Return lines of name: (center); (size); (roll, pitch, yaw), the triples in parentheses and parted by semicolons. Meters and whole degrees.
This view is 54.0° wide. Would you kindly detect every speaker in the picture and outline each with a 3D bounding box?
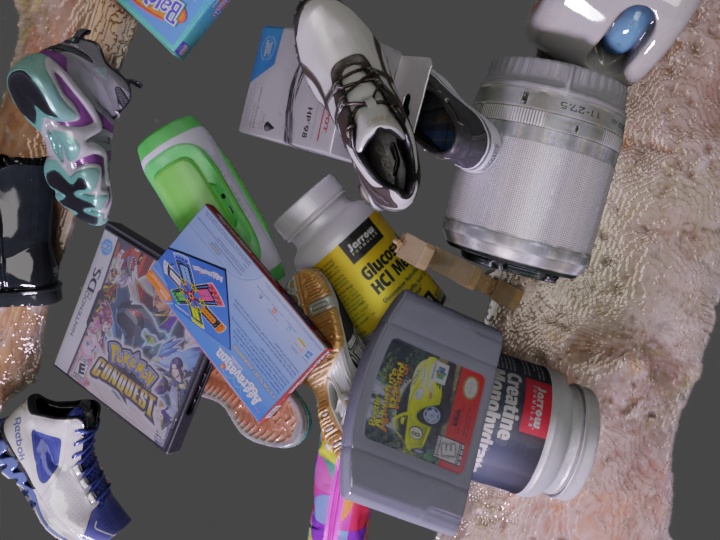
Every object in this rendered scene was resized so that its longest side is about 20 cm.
speaker: (-0.163, -0.063, 0.780); (0.087, 0.088, 0.202); (-29, 96, 4)

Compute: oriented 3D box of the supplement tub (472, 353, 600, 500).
supplement tub: (0.144, 0.161, 0.774); (0.196, 0.140, 0.143); (17, 97, -1)

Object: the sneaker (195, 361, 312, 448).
sneaker: (-0.112, 0.130, 0.761); (0.198, 0.079, 0.073); (22, 92, 39)

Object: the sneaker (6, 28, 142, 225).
sneaker: (-0.282, -0.159, 0.768); (0.076, 0.141, 0.203); (18, 138, 18)

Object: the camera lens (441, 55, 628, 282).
camera lens: (0.179, -0.099, 0.734); (0.157, 0.160, 0.204); (14, 96, -1)

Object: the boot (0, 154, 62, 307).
boot: (-0.434, -0.045, 0.786); (0.195, 0.076, 0.172); (-2, 100, -6)

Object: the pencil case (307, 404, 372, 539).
pencil case: (-0.020, 0.253, 0.815); (0.086, 0.088, 0.205); (7, 97, 0)

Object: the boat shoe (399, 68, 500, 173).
boat shoe: (0.060, -0.161, 0.716); (0.065, 0.201, 0.071); (8, 122, -38)

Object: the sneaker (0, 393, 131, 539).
sneaker: (-0.332, 0.218, 0.815); (0.115, 0.081, 0.199); (-44, 93, 7)

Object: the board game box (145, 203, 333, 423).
board game box: (-0.125, 0.040, 0.706); (0.103, 0.019, 0.200); (-45, 72, 9)

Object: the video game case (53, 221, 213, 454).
video game case: (-0.242, 0.069, 0.781); (0.198, 0.025, 0.184); (27, 97, 26)

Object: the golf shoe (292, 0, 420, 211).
golf shoe: (0.006, -0.148, 0.611); (0.077, 0.094, 0.203); (-28, 101, -4)

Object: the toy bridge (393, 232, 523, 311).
toy bridge: (0.098, -0.003, 0.756); (0.198, 0.067, 0.028); (23, 97, -45)

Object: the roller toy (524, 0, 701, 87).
roller toy: (0.262, -0.285, 0.702); (0.138, 0.200, 0.185); (28, 106, -2)

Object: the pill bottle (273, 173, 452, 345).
pill bottle: (0.000, 0.000, 0.770); (0.112, 0.112, 0.201); (-40, 95, 5)

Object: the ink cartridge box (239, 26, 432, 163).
ink cartridge box: (-0.031, -0.177, 0.715); (0.066, 0.198, 0.118); (9, 99, -46)

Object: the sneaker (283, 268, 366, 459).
sneaker: (-0.019, 0.095, 0.724); (0.075, 0.087, 0.204); (-22, 85, 29)

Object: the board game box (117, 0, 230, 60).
board game box: (-0.191, -0.360, 0.765); (0.152, 0.045, 0.200); (42, 95, -5)

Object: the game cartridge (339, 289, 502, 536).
game cartridge: (0.055, 0.128, 0.667); (0.131, 0.041, 0.204); (21, 71, -10)
